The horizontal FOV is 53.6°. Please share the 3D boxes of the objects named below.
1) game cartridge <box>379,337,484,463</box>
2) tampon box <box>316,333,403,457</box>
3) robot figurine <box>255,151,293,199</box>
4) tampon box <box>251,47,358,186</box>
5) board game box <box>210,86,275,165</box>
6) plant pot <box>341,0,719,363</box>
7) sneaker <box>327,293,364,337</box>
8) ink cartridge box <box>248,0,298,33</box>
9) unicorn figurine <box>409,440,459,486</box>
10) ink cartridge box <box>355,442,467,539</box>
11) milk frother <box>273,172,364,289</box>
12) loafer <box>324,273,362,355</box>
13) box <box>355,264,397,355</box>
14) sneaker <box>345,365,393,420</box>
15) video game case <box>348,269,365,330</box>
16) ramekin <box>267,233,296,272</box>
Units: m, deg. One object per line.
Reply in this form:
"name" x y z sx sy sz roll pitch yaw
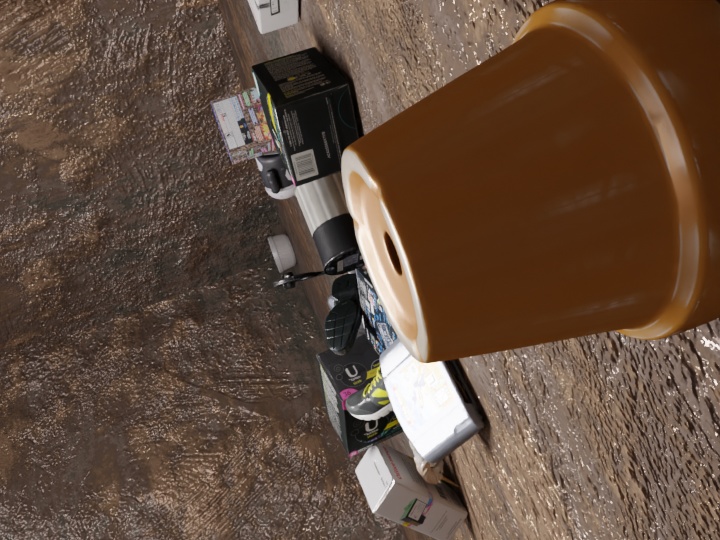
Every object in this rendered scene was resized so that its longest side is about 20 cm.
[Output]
"game cartridge" 0.103 0.188 1.114 0.041 0.133 0.201 12 -137 -46
"tampon box" 0.009 0.246 1.434 0.127 0.148 0.201 54 159 40
"robot figurine" -0.250 -0.318 2.197 0.124 0.150 0.202 28 142 44
"tampon box" -0.095 -0.269 1.229 0.201 0.125 0.151 -121 14 -52
"board game box" -0.291 -0.410 1.974 0.097 0.198 0.161 112 138 -79
"plant pot" 0.094 -0.040 0.404 0.200 0.181 0.202 160 90 -82
"sneaker" -0.014 0.130 1.615 0.200 0.087 0.075 43 127 17
"ink cartridge box" -0.170 -0.546 1.276 0.200 0.083 0.148 119 131 -80
"unicorn figurine" 0.126 0.337 1.398 0.200 0.073 0.139 49 -145 -53
"ink cartridge box" 0.102 0.454 1.467 0.199 0.084 0.145 30 -171 -24
"milk frother" -0.097 -0.076 1.437 0.190 0.198 0.181 67 152 20
"loafer" -0.022 0.093 1.376 0.201 0.072 0.073 -79 -30 -49
"box" 0.058 0.100 1.289 0.159 0.046 0.201 47 156 40
"sneaker" 0.048 0.196 1.245 0.085 0.199 0.075 51 -150 -24
"video game case" 0.050 0.107 1.429 0.200 0.023 0.184 32 143 56
"ramekin" -0.415 -0.098 3.800 0.200 0.104 0.202 161 90 -81
